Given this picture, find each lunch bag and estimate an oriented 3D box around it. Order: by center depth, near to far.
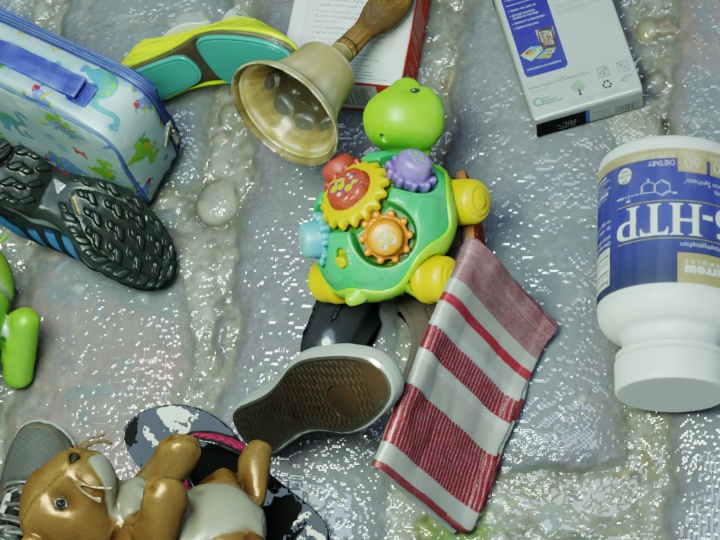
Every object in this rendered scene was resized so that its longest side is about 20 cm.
[{"bbox_3d":[-0.256,-0.144,1.738,0.200,0.161,0.083,25,74,18],"label":"lunch bag"}]

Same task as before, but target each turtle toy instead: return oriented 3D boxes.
[{"bbox_3d":[0.022,-0.060,1.643,0.146,0.101,0.200,-2,56,39],"label":"turtle toy"}]

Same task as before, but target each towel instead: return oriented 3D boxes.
[{"bbox_3d":[0.085,0.093,1.600,0.023,0.144,0.200,9,68,39],"label":"towel"}]

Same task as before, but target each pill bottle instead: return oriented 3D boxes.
[{"bbox_3d":[0.249,0.005,1.622,0.119,0.120,0.200,-1,68,8],"label":"pill bottle"}]

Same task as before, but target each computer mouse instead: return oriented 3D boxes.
[{"bbox_3d":[0.000,0.000,1.709,0.059,0.034,0.200,15,70,15],"label":"computer mouse"}]

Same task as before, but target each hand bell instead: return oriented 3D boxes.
[{"bbox_3d":[-0.008,-0.188,1.690,0.104,0.104,0.200,29,55,18],"label":"hand bell"}]

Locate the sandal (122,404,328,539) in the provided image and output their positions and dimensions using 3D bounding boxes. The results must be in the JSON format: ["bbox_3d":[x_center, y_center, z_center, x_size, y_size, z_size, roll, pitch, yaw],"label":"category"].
[{"bbox_3d":[-0.110,0.169,1.649,0.200,0.045,0.075,34,77,20],"label":"sandal"}]

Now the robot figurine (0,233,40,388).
[{"bbox_3d":[-0.358,0.048,1.694,0.175,0.116,0.200,12,62,1],"label":"robot figurine"}]

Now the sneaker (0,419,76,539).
[{"bbox_3d":[-0.267,0.211,1.637,0.077,0.082,0.200,-2,68,8],"label":"sneaker"}]

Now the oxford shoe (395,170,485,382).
[{"bbox_3d":[0.065,0.011,1.675,0.073,0.071,0.200,-1,68,13],"label":"oxford shoe"}]

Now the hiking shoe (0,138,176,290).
[{"bbox_3d":[-0.246,-0.046,1.746,0.200,0.087,0.074,33,74,-5],"label":"hiking shoe"}]

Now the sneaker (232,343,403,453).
[{"bbox_3d":[-0.022,0.085,1.602,0.085,0.200,0.073,-38,100,-37],"label":"sneaker"}]

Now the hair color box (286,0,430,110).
[{"bbox_3d":[0.003,-0.242,1.792,0.111,0.064,0.200,6,70,13],"label":"hair color box"}]

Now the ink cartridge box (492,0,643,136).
[{"bbox_3d":[0.172,-0.221,1.771,0.099,0.039,0.200,-15,68,2],"label":"ink cartridge box"}]

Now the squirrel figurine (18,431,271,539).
[{"bbox_3d":[-0.175,0.215,1.559,0.186,0.200,0.142,11,41,-13],"label":"squirrel figurine"}]

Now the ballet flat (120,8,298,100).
[{"bbox_3d":[-0.128,-0.194,1.765,0.200,0.067,0.067,-8,44,36],"label":"ballet flat"}]
